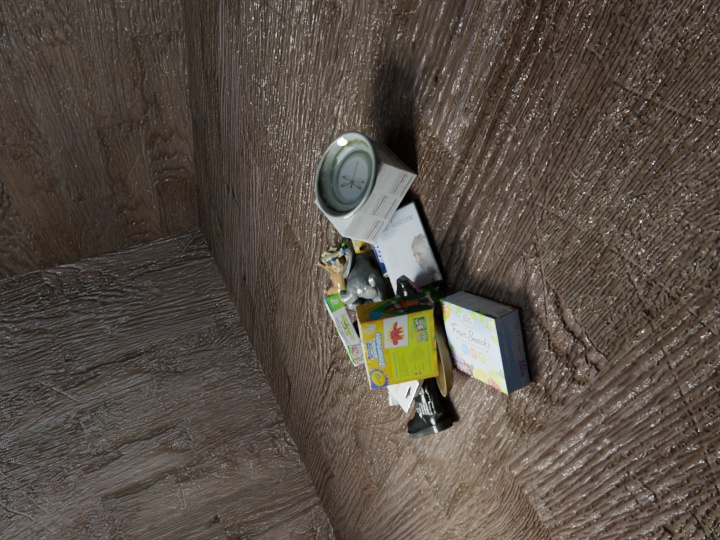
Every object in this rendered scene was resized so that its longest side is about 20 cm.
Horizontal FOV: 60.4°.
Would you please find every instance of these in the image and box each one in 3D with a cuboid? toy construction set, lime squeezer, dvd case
[{"bbox_3d":[-0.032,-0.006,1.856,0.200,0.092,0.131,52,152,18],"label":"toy construction set"},{"bbox_3d":[0.170,0.073,1.480,0.200,0.038,0.071,9,97,53],"label":"lime squeezer"},{"bbox_3d":[0.110,-0.050,1.483,0.142,0.018,0.201,-23,84,37],"label":"dvd case"}]

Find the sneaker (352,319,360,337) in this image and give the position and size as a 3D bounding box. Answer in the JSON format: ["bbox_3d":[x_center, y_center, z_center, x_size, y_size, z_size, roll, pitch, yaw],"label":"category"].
[{"bbox_3d":[0.009,0.157,1.843,0.076,0.105,0.200,69,157,6],"label":"sneaker"}]

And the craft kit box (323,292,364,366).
[{"bbox_3d":[-0.044,0.160,1.718,0.200,0.048,0.198,152,97,-85],"label":"craft kit box"}]

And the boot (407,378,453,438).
[{"bbox_3d":[0.164,0.359,1.669,0.158,0.079,0.211,65,152,10],"label":"boot"}]

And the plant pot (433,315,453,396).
[{"bbox_3d":[0.189,0.197,1.473,0.200,0.027,0.201,168,90,-87],"label":"plant pot"}]

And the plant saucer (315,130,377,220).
[{"bbox_3d":[-0.021,-0.209,1.389,0.200,0.050,0.201,-11,75,45],"label":"plant saucer"}]

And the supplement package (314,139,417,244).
[{"bbox_3d":[0.008,-0.195,1.473,0.200,0.111,0.156,-58,46,21],"label":"supplement package"}]

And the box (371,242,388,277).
[{"bbox_3d":[0.065,-0.090,1.576,0.064,0.070,0.201,-33,76,63],"label":"box"}]

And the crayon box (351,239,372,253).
[{"bbox_3d":[0.001,-0.148,1.711,0.126,0.051,0.201,-24,84,68],"label":"crayon box"}]

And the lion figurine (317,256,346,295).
[{"bbox_3d":[-0.078,0.022,2.013,0.122,0.072,0.200,28,147,42],"label":"lion figurine"}]

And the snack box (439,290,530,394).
[{"bbox_3d":[0.259,0.146,1.306,0.200,0.067,0.169,20,126,62],"label":"snack box"}]

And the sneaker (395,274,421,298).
[{"bbox_3d":[0.102,0.104,1.460,0.079,0.095,0.201,43,152,51],"label":"sneaker"}]

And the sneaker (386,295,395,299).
[{"bbox_3d":[0.121,0.113,1.633,0.085,0.073,0.200,44,163,-30],"label":"sneaker"}]

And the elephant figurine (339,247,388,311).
[{"bbox_3d":[0.000,0.000,1.661,0.141,0.155,0.201,39,-146,-45],"label":"elephant figurine"}]

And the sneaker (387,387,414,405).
[{"bbox_3d":[0.117,0.316,1.725,0.200,0.082,0.075,82,-175,-61],"label":"sneaker"}]

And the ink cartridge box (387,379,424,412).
[{"bbox_3d":[0.105,0.246,1.570,0.200,0.066,0.116,52,137,41],"label":"ink cartridge box"}]

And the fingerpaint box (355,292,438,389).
[{"bbox_3d":[0.085,0.162,1.419,0.073,0.166,0.201,-105,4,-56],"label":"fingerpaint box"}]
